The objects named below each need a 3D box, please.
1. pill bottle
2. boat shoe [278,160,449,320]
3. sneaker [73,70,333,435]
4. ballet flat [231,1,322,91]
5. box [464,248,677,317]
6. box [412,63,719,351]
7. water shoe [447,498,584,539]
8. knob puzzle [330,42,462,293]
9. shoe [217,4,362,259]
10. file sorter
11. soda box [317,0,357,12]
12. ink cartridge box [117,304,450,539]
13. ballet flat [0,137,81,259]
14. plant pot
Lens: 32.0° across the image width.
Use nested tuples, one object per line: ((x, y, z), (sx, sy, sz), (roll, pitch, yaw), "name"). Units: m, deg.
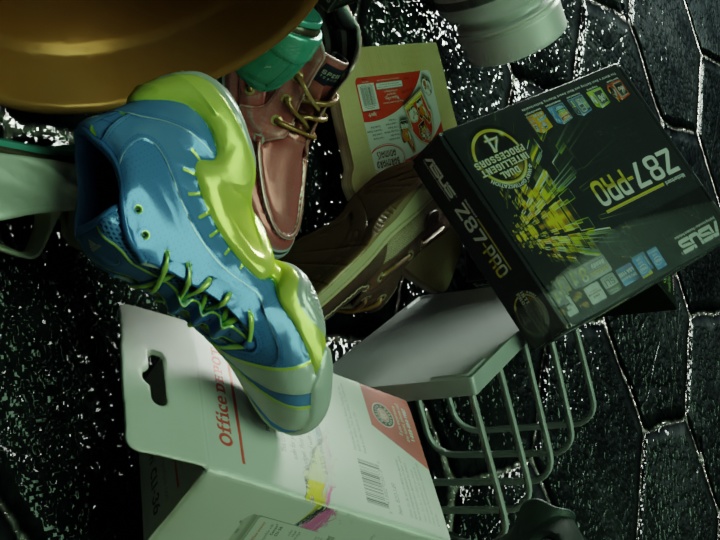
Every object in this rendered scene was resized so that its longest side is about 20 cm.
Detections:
((0.102, -0.286, 1.090), (0.200, 0.114, 0.114), (64, 36, -24), "pill bottle")
((0.000, 0.000, 0.872), (0.200, 0.072, 0.072), (-46, 125, -40), "boat shoe")
((-0.090, 0.002, 0.639), (0.105, 0.076, 0.200), (-21, 89, -38), "sneaker")
((-0.092, -0.184, 0.784), (0.067, 0.070, 0.200), (6, 41, -44), "ballet flat")
((0.184, -0.035, 1.088), (0.200, 0.148, 0.125), (30, 56, -64), "box")
((0.156, -0.051, 0.904), (0.200, 0.049, 0.161), (-23, 78, -36), "box")
((0.053, 0.197, 0.736), (0.071, 0.200, 0.079), (32, 41, -41), "water shoe")
((0.032, -0.078, 0.999), (0.220, 0.030, 0.220), (24, 61, -54), "knob puzzle")
((-0.048, -0.111, 0.824), (0.071, 0.091, 0.201), (0, 81, -57), "shoe")
((0.074, 0.100, 0.917), (0.200, 0.139, 0.125), (-35, 113, -55), "file sorter")
((-0.064, -0.249, 0.762), (0.200, 0.071, 0.063), (41, 28, 4), "soda box")
((-0.057, 0.104, 0.701), (0.200, 0.068, 0.117), (24, 29, -28), "ink cartridge box")
((-0.161, -0.039, 0.666), (0.200, 0.069, 0.070), (-2, 83, -54), "ballet flat")
((-0.131, -0.189, 0.646), (0.200, 0.200, 0.140), (4, 61, -57), "plant pot")
